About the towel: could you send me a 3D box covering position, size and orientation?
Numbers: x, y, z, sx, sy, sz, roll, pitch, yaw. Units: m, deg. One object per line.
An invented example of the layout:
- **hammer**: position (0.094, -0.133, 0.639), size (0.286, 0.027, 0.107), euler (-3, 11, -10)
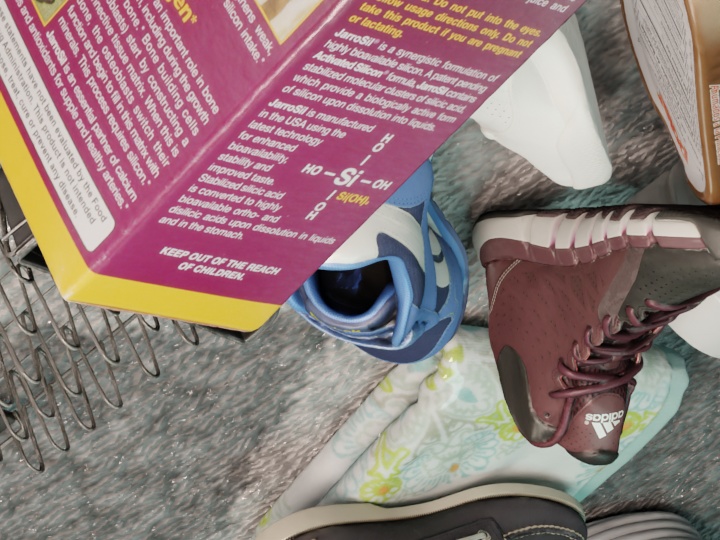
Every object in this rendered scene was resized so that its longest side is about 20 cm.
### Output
- **towel**: position (0.055, 0.103, 1.335), size (0.171, 0.048, 0.200), euler (3, 138, -42)

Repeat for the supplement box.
- **supplement box**: position (-0.034, -0.093, 0.886), size (0.103, 0.131, 0.200), euler (11, 133, -49)

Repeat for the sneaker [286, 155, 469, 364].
- **sneaker**: position (0.000, 0.000, 1.075), size (0.074, 0.082, 0.200), euler (7, 155, 13)

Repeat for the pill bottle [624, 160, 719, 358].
- **pill bottle**: position (0.219, -0.050, 1.159), size (0.200, 0.115, 0.114), euler (-38, 148, 27)

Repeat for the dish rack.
- **dish rack**: position (-0.151, 0.035, 1.064), size (0.200, 0.055, 0.153), euler (-39, 147, 19)

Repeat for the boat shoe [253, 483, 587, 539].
- **boat shoe**: position (0.038, 0.155, 1.296), size (0.200, 0.063, 0.073), euler (-1, 140, -34)

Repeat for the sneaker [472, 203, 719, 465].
- **sneaker**: position (0.122, 0.029, 1.120), size (0.075, 0.116, 0.200), euler (-1, 180, -29)

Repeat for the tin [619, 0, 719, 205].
- **tin**: position (0.133, -0.104, 1.019), size (0.042, 0.112, 0.200), euler (-17, 149, 1)

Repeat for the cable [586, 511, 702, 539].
- **cable**: position (0.133, 0.224, 1.560), size (0.200, 0.069, 0.200), euler (-41, 148, 21)

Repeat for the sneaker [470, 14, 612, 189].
- **sneaker**: position (0.039, -0.089, 1.023), size (0.088, 0.075, 0.200), euler (-20, 146, 14)
